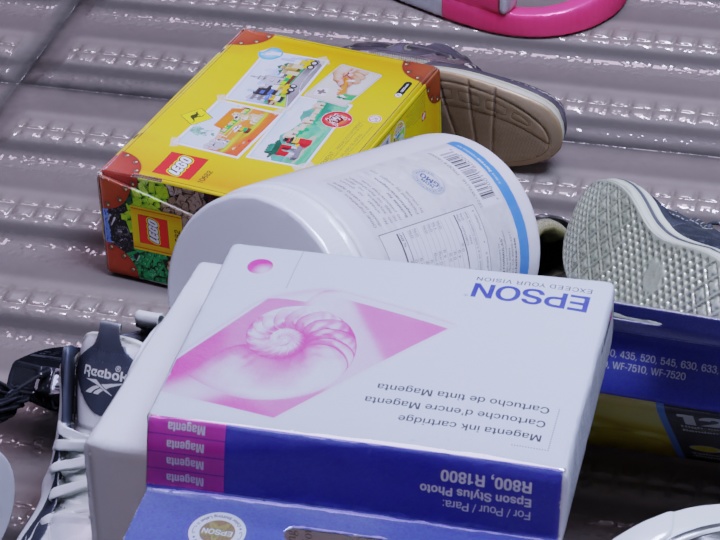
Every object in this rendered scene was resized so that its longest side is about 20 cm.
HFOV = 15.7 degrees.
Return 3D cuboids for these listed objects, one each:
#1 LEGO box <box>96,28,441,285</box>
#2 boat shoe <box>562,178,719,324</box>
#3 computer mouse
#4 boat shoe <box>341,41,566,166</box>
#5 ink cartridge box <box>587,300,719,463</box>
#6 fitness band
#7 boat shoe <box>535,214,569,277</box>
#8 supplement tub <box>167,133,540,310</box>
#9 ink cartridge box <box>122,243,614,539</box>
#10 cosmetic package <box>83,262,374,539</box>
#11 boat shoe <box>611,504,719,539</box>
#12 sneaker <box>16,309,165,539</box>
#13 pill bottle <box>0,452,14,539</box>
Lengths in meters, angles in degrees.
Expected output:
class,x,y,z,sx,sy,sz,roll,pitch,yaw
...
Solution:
class,x,y,z,sx,sy,sz,roll,pitch,yaw
LEGO box,-0.054,-0.067,1.671,0.148,0.077,0.200,13,37,22
boat shoe,0.174,0.002,1.457,0.062,0.075,0.200,19,8,-29
computer mouse,-0.180,0.072,1.453,0.058,0.034,0.200,8,7,14
boat shoe,0.051,-0.120,1.753,0.199,0.072,0.065,9,40,27
ink cartridge box,0.140,0.060,1.388,0.197,0.200,0.047,9,79,15
fitness band,0.106,-0.231,1.943,0.200,0.038,0.144,24,42,32
boat shoe,0.109,-0.003,1.577,0.199,0.065,0.073,17,39,27
supplement tub,0.000,0.000,1.481,0.132,0.132,0.200,22,24,31
ink cartridge box,0.007,0.065,1.210,0.196,0.043,0.200,6,35,11
cosmetic package,-0.014,0.117,1.316,0.199,0.166,0.165,9,35,15
boat shoe,0.193,0.153,1.267,0.199,0.071,0.064,-13,34,-18
sneaker,-0.140,0.097,1.386,0.079,0.130,0.199,12,36,23
pill bottle,-0.286,0.099,1.409,0.200,0.112,0.111,21,40,31
